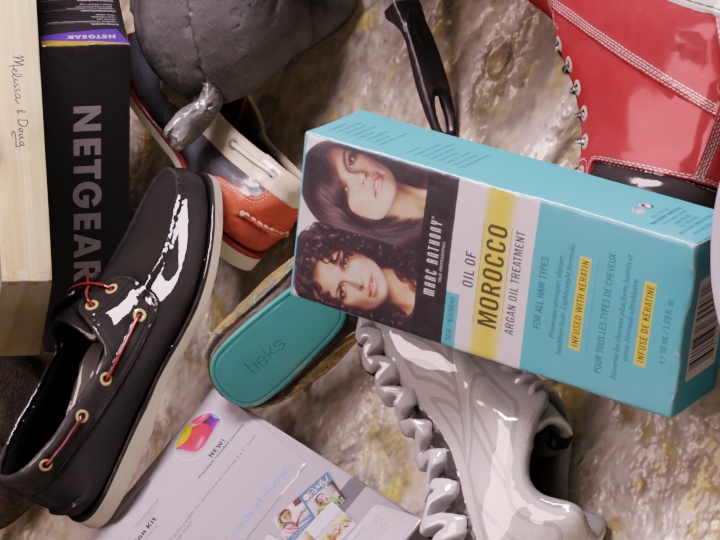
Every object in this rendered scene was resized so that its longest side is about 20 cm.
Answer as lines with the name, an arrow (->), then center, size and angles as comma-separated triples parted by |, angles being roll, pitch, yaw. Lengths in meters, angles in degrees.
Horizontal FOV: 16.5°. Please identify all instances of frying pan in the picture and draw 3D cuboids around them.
frying pan -> 0.028, -0.169, 1.317 | 0.191, 0.115, 0.031 | 58, 148, -6

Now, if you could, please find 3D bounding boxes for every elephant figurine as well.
elephant figurine -> -0.086, -0.204, 1.344 | 0.155, 0.141, 0.201 | 51, 159, 43

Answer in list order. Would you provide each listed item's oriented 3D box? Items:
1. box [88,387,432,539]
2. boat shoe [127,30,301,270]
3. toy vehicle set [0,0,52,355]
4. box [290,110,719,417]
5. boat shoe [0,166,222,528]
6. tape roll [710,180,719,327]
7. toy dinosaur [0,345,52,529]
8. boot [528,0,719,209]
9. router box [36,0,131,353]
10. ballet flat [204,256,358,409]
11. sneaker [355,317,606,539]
box -> -0.062, 0.159, 1.248 | 0.156, 0.041, 0.200 | -51, 38, -10
boat shoe -> -0.083, -0.085, 1.416 | 0.063, 0.071, 0.201 | -49, 42, 21
toy vehicle set -> -0.190, -0.068, 1.349 | 0.124, 0.026, 0.202 | 119, 147, -69
box -> 0.066, -0.006, 1.107 | 0.199, 0.049, 0.083 | 17, 113, 28
boat shoe -> -0.130, 0.033, 1.320 | 0.074, 0.063, 0.203 | 1, 67, 60
tape roll -> 0.231, -0.022, 0.971 | 0.200, 0.066, 0.202 | -27, 53, 43
toy dinosaur -> -0.226, 0.101, 1.506 | 0.077, 0.101, 0.202 | 168, 104, -78
boot -> 0.107, -0.084, 1.165 | 0.200, 0.072, 0.145 | 30, 100, 51
router box -> -0.168, -0.078, 1.443 | 0.158, 0.052, 0.201 | -111, 21, -57
ballet flat -> 0.000, 0.000, 1.273 | 0.200, 0.070, 0.071 | -37, 46, 27
sneaker -> 0.057, 0.064, 1.163 | 0.081, 0.075, 0.201 | -35, 58, 26
